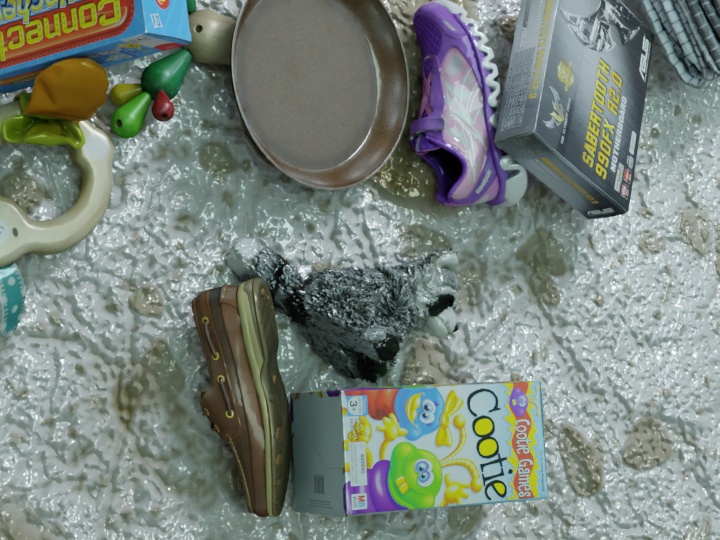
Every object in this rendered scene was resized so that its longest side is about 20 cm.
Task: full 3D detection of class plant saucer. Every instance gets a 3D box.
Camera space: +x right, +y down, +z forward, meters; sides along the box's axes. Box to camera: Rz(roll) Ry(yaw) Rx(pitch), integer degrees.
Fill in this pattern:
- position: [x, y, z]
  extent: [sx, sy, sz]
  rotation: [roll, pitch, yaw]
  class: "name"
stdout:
- position: [-0.039, -0.171, 1.178]
  extent: [0.199, 0.032, 0.203]
  rotation: [2, 87, -41]
  class: "plant saucer"

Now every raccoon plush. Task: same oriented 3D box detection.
- position: [0.000, 0.000, 1.172]
  extent: [0.200, 0.097, 0.134]
  rotation: [44, 62, -13]
  class: "raccoon plush"

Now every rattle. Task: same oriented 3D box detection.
- position: [-0.254, -0.048, 1.040]
  extent: [0.130, 0.142, 0.201]
  rotation: [42, 63, -33]
  class: "rattle"

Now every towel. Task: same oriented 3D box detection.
- position: [0.354, -0.299, 1.337]
  extent: [0.165, 0.085, 0.202]
  rotation: [-29, 96, -41]
  class: "towel"

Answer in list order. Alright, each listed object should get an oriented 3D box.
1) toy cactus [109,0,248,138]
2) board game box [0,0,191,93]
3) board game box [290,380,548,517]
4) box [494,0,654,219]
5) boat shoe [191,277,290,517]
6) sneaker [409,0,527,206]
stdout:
- position: [-0.160, -0.211, 1.128]
  extent: [0.164, 0.102, 0.203]
  rotation: [7, 73, -32]
  class: "toy cactus"
- position: [-0.235, -0.255, 1.038]
  extent: [0.056, 0.198, 0.198]
  rotation: [-1, 83, -60]
  class: "board game box"
- position: [0.051, 0.151, 1.159]
  extent: [0.198, 0.105, 0.104]
  rotation: [0, 84, -28]
  class: "board game box"
- position: [0.204, -0.173, 1.253]
  extent: [0.158, 0.048, 0.202]
  rotation: [33, 60, -39]
  class: "box"
- position: [-0.100, 0.109, 1.131]
  extent: [0.067, 0.072, 0.203]
  rotation: [-7, 96, 9]
  class: "boat shoe"
- position: [0.082, -0.146, 1.226]
  extent: [0.088, 0.080, 0.202]
  rotation: [-19, 93, -20]
  class: "sneaker"
